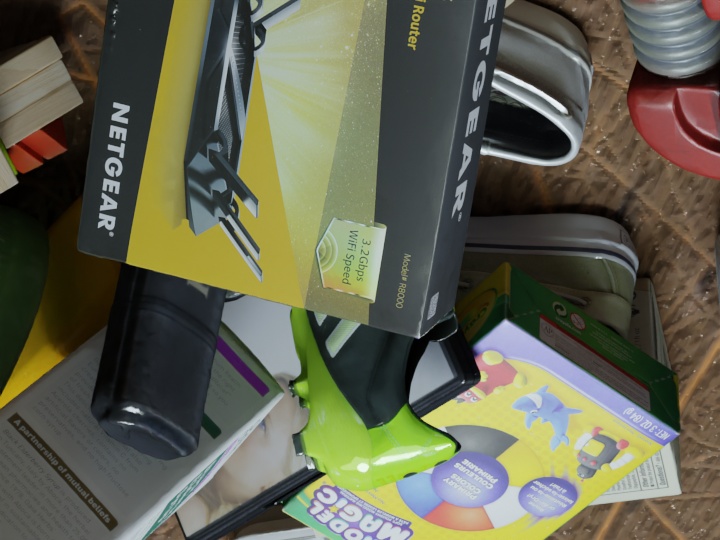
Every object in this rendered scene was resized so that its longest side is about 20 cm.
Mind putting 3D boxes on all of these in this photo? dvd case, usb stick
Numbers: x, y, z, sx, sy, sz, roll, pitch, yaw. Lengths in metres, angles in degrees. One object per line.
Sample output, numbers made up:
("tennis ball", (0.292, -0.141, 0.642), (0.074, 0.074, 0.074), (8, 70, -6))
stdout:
("dvd case", (-0.042, 0.032, 1.271), (0.200, 0.143, 0.017), (-33, 163, 34))
("usb stick", (-0.080, -0.011, 1.161), (0.055, 0.201, 0.033), (31, 143, -32))

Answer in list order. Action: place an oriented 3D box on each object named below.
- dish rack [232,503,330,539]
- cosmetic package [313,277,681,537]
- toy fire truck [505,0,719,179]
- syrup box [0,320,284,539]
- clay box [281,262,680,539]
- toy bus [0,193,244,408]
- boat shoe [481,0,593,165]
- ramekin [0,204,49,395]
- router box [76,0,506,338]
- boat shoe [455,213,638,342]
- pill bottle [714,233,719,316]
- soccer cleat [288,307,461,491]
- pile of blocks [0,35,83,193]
("dish rack", (0.019, 0.187, 1.520), (0.170, 0.044, 0.200), (-8, 139, 13))
("cosmetic package", (0.062, 0.073, 1.357), (0.199, 0.073, 0.104), (-6, 139, 10))
("toy fire truck", (0.125, -0.108, 1.118), (0.199, 0.129, 0.177), (4, 140, 23))
("syrup box", (-0.128, 0.093, 1.153), (0.081, 0.200, 0.079), (46, 133, 4))
("clay box", (0.049, 0.093, 1.288), (0.115, 0.048, 0.200), (32, 125, -22))
("toy bus", (-0.131, 0.019, 1.273), (0.078, 0.065, 0.200), (6, 141, -46))
("boat shoe", (0.011, -0.094, 1.161), (0.199, 0.069, 0.072), (20, 137, -21))
("ramekin", (-0.243, 0.036, 1.233), (0.097, 0.201, 0.200), (33, 132, -22))
("router box", (-0.025, -0.089, 1.070), (0.156, 0.052, 0.201), (13, 107, 15))
("boat shoe", (0.039, 0.013, 1.293), (0.199, 0.062, 0.072), (-6, 140, 11))
("pill bottle", (0.275, 0.032, 1.264), (0.199, 0.120, 0.120), (-5, 140, 8))
("soccer cleat", (0.000, 0.000, 1.191), (0.081, 0.201, 0.068), (-11, 166, 6))
("pile of blocks", (-0.189, -0.035, 1.133), (0.082, 0.200, 0.062), (-19, 106, 34))
